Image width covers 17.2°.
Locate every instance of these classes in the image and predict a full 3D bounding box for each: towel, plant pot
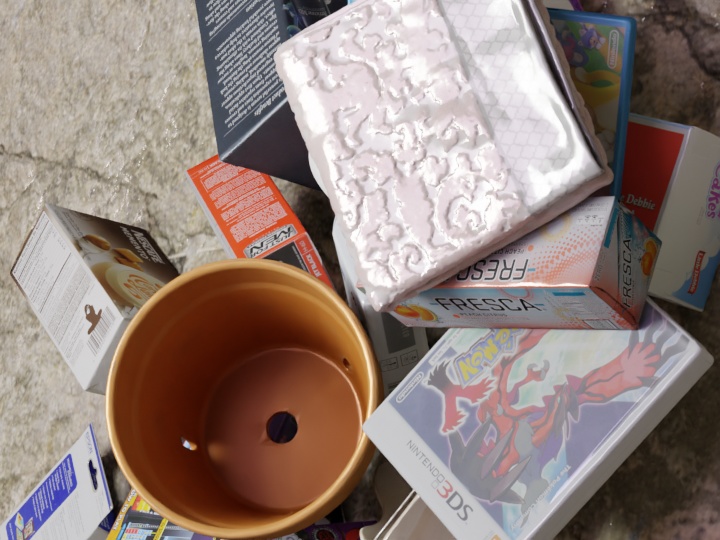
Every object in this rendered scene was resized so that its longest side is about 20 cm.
[{"bbox_3d":[0.050,-0.101,1.555,0.191,0.032,0.201,-29,69,23],"label":"towel"},{"bbox_3d":[-0.071,0.103,1.730,0.199,0.140,0.201,-3,77,11],"label":"plant pot"}]

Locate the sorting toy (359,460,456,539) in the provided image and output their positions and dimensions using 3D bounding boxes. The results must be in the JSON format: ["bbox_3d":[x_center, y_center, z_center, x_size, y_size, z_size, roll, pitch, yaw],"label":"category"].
[{"bbox_3d":[0.079,0.126,1.688,0.200,0.107,0.180,-52,24,-1],"label":"sorting toy"}]

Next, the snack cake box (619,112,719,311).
[{"bbox_3d":[0.169,-0.054,1.660,0.200,0.067,0.115,20,91,53],"label":"snack cake box"}]

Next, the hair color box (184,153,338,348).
[{"bbox_3d":[-0.074,-0.017,1.889,0.061,0.102,0.200,-28,30,-3],"label":"hair color box"}]

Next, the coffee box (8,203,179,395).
[{"bbox_3d":[-0.213,0.032,2.080,0.080,0.114,0.200,-61,38,17],"label":"coffee box"}]

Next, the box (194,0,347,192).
[{"bbox_3d":[-0.039,-0.175,1.904,0.107,0.148,0.201,-38,49,38],"label":"box"}]

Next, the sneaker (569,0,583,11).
[{"bbox_3d":[0.133,-0.214,1.767,0.088,0.080,0.200,-45,46,5],"label":"sneaker"}]

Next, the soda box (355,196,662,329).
[{"bbox_3d":[0.096,-0.004,1.572,0.199,0.064,0.069,0,62,40],"label":"soda box"}]

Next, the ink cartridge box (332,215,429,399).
[{"bbox_3d":[0.000,0.000,1.792,0.047,0.160,0.200,-20,50,-7],"label":"ink cartridge box"}]

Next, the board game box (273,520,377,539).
[{"bbox_3d":[-0.011,0.266,1.727,0.200,0.120,0.032,63,141,42],"label":"board game box"}]

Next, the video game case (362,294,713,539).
[{"bbox_3d":[0.112,0.082,1.563,0.200,0.023,0.182,-48,42,3],"label":"video game case"}]

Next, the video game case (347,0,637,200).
[{"bbox_3d":[0.082,-0.110,1.600,0.199,0.018,0.144,9,105,20],"label":"video game case"}]

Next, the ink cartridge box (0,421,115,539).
[{"bbox_3d":[-0.270,0.235,2.138,0.200,0.039,0.100,-47,44,33],"label":"ink cartridge box"}]

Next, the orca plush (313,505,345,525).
[{"bbox_3d":[-0.069,0.267,1.839,0.105,0.071,0.201,31,102,52],"label":"orca plush"}]

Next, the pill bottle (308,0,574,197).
[{"bbox_3d":[0.060,-0.126,1.679,0.200,0.112,0.113,-52,42,26],"label":"pill bottle"}]

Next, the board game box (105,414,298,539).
[{"bbox_3d":[-0.101,0.150,1.885,0.165,0.057,0.201,-7,52,51],"label":"board game box"}]
